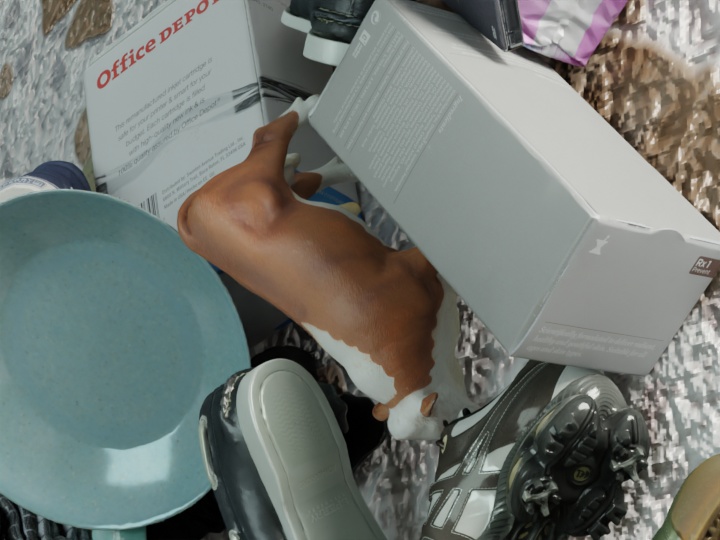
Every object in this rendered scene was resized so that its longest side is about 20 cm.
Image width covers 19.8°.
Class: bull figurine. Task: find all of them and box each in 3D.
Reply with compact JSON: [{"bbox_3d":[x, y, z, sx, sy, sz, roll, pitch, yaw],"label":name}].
[{"bbox_3d":[0.000,0.000,1.087,0.122,0.199,0.065,-49,-11,-24],"label":"bull figurine"}]

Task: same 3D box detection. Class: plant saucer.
[{"bbox_3d":[-0.150,0.047,1.160,0.202,0.200,0.039,-56,-3,24],"label":"plant saucer"}]

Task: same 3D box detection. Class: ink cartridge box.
[{"bbox_3d":[-0.085,-0.063,1.241,0.146,0.086,0.201,-32,52,31],"label":"ink cartridge box"}]

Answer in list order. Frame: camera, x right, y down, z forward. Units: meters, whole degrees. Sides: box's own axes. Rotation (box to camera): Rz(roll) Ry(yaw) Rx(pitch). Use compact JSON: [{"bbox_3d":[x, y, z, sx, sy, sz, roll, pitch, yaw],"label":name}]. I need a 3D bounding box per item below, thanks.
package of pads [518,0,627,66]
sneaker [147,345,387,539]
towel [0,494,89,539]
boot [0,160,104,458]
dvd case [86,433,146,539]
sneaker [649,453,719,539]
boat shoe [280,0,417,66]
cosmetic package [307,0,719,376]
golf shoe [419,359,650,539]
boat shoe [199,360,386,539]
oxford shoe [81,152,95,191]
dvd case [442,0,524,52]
[{"bbox_3d":[0.087,-0.211,1.088,0.121,0.075,0.200,-55,40,20],"label":"package of pads"},{"bbox_3d":[-0.063,0.121,1.181,0.200,0.060,0.105,-50,38,25],"label":"sneaker"},{"bbox_3d":[-0.235,0.169,1.317,0.201,0.085,0.167,-109,31,-48],"label":"towel"},{"bbox_3d":[-0.179,0.037,1.237,0.090,0.072,0.202,-57,-33,-73],"label":"boot"},{"bbox_3d":[-0.165,0.136,1.288,0.200,0.022,0.147,125,146,-58],"label":"dvd case"},{"bbox_3d":[0.114,0.164,0.920,0.090,0.067,0.202,29,104,48],"label":"sneaker"},{"bbox_3d":[-0.001,-0.151,1.145,0.200,0.075,0.061,-124,45,-73],"label":"boat shoe"},{"bbox_3d":[0.074,-0.044,1.002,0.091,0.106,0.200,-57,45,24],"label":"cosmetic package"},{"bbox_3d":[0.063,0.125,1.011,0.200,0.077,0.095,-52,31,18],"label":"golf shoe"},{"bbox_3d":[-0.028,0.148,1.071,0.060,0.075,0.202,-26,76,46],"label":"boat shoe"},{"bbox_3d":[-0.162,-0.022,1.359,0.074,0.070,0.202,-15,52,56],"label":"oxford shoe"},{"bbox_3d":[0.024,-0.213,1.043,0.200,0.016,0.150,-129,22,-55],"label":"dvd case"}]
